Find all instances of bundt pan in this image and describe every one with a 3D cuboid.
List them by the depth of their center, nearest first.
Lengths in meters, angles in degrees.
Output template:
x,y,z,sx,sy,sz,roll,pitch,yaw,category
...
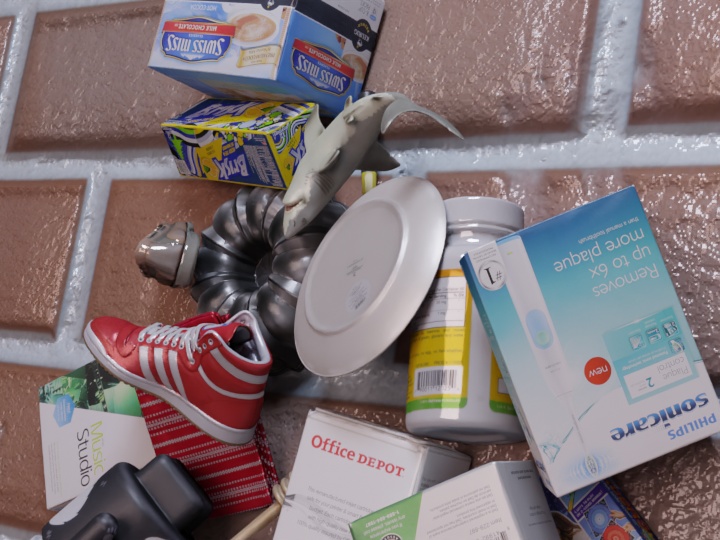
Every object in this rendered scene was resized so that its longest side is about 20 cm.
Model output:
x,y,z,sx,sy,sz,roll,pitch,yaw,category
-0.096,0.000,1.443,0.200,0.075,0.205,-12,70,36,bundt pan

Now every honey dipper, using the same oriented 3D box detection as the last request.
x,y,z,sx,sy,sz,roll,pitch,yaw,category
-0.114,0.257,1.380,0.199,0.038,0.038,-40,55,9,honey dipper

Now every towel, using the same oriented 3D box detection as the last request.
x,y,z,sx,sy,sz,roll,pitch,yaw,category
-0.161,0.150,1.430,0.143,0.022,0.203,-16,92,33,towel

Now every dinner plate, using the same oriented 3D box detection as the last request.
x,y,z,sx,sy,sz,roll,pitch,yaw,category
0.000,0.000,1.284,0.199,0.024,0.202,-35,40,35,dinner plate

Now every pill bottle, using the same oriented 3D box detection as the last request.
x,y,z,sx,sy,sz,roll,pitch,yaw,category
0.099,0.044,1.250,0.110,0.110,0.203,-6,72,37,pill bottle

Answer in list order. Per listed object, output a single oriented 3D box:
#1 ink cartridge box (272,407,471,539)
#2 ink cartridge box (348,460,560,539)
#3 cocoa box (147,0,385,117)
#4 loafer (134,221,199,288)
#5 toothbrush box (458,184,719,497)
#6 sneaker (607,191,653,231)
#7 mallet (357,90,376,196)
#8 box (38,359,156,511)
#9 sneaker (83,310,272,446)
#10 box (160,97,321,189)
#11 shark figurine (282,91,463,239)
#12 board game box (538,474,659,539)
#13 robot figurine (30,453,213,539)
x,y,z,sx,sy,sz,roll,pitch,yaw,category
0.000,0.240,1.287,0.144,0.084,0.203,13,86,40,ink cartridge box
0.096,0.270,1.134,0.144,0.087,0.203,-26,73,22,ink cartridge box
-0.099,-0.244,1.480,0.198,0.133,0.133,12,85,40,cocoa box
-0.206,-0.021,1.478,0.200,0.062,0.073,-171,95,-78,loafer
0.179,0.056,1.123,0.145,0.085,0.203,-20,87,0,toothbrush box
0.193,0.029,1.203,0.078,0.077,0.203,9,81,41,sneaker
-0.001,-0.087,1.408,0.065,0.041,0.203,-10,63,2,mallet
-0.270,0.165,1.557,0.198,0.036,0.146,-25,62,29,box
-0.170,0.070,1.362,0.198,0.071,0.114,30,118,14,sneaker
-0.119,-0.133,1.471,0.199,0.070,0.065,12,128,50,box
0.013,-0.119,1.335,0.214,0.089,0.130,-36,37,42,shark figurine
0.152,0.262,1.190,0.200,0.034,0.136,-48,53,16,board game box
-0.242,0.268,1.395,0.199,0.151,0.125,-41,37,-3,robot figurine
